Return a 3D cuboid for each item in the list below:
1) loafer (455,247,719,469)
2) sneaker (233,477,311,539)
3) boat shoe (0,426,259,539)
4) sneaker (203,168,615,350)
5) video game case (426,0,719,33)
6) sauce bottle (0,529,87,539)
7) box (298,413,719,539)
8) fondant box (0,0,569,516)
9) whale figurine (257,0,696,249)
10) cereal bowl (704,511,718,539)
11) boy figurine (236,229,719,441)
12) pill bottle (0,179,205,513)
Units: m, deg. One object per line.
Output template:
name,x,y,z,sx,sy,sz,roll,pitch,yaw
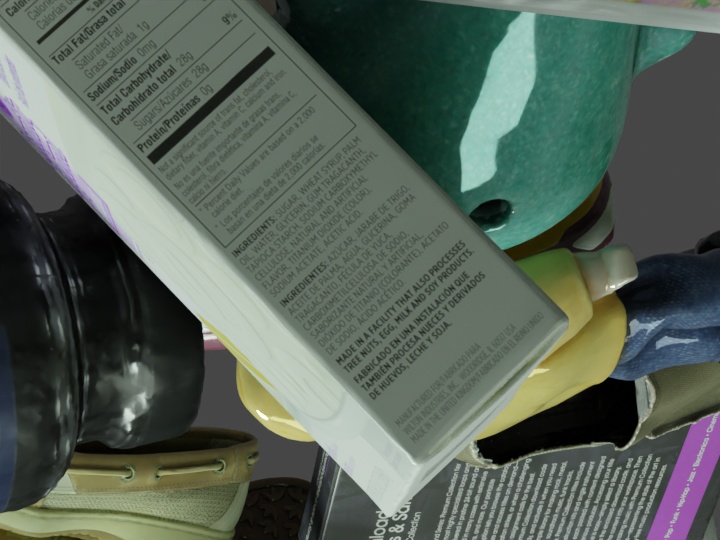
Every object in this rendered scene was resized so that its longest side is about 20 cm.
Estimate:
loafer,0.118,0.045,0.927,0.200,0.070,0.075,-16,118,-9
sneaker,-0.094,0.182,1.053,0.200,0.067,0.090,-38,156,-29
boat shoe,-0.128,0.079,0.947,0.200,0.063,0.073,21,-178,-39
sneaker,0.000,0.000,0.836,0.199,0.075,0.090,-14,145,4
video game case,0.070,-0.150,0.582,0.199,0.024,0.182,4,126,-20
sauce bottle,-0.117,0.150,0.975,0.200,0.066,0.066,19,150,7
box,0.078,0.081,1.016,0.199,0.036,0.143,-3,134,-17
fondant box,-0.038,-0.026,0.622,0.058,0.200,0.144,-42,173,-9
whale figurine,0.046,-0.079,0.687,0.159,0.104,0.200,6,144,-29
cereal bowl,0.098,0.173,1.166,0.200,0.083,0.200,-10,150,-6
boy figurine,0.051,0.022,0.779,0.199,0.065,0.124,-7,161,-13
pill bottle,-0.156,0.029,0.694,0.200,0.112,0.112,-9,152,-24
